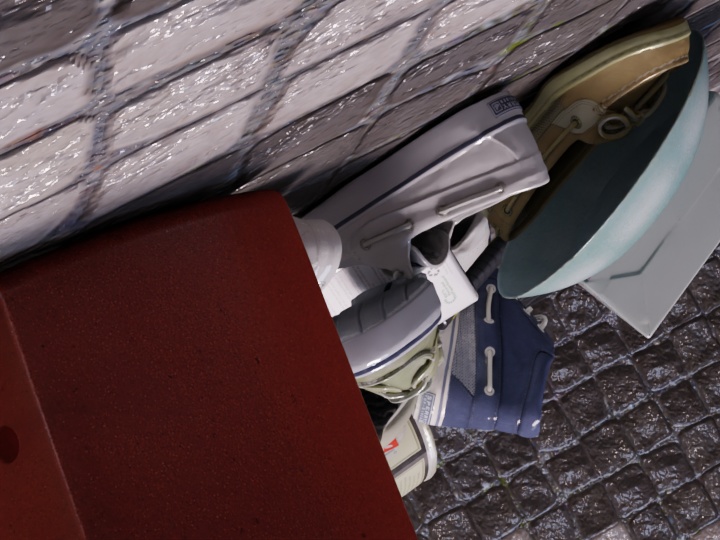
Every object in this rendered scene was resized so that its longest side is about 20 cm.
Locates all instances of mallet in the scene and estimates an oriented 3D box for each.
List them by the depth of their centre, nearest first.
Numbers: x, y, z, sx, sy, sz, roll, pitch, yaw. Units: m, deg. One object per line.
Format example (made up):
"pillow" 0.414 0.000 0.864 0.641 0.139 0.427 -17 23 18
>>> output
"mallet" 0.113 -0.038 1.273 0.200 0.041 0.066 -49 -179 -30

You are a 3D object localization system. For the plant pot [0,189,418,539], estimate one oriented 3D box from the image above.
"plant pot" -0.124 0.092 0.874 0.199 0.202 0.175 -32 162 31

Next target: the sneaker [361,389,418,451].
"sneaker" 0.012 0.094 1.309 0.070 0.094 0.200 -10 -158 4

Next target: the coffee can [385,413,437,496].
"coffee can" -0.060 0.157 1.495 0.199 0.147 0.146 -33 176 -22

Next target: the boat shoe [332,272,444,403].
"boat shoe" 0.023 0.043 1.091 0.071 0.063 0.200 -22 -177 10

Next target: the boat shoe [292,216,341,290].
"boat shoe" -0.060 0.021 1.046 0.085 0.075 0.202 -6 156 -28

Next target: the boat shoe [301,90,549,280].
"boat shoe" 0.023 -0.027 1.093 0.199 0.066 0.073 -34 172 40

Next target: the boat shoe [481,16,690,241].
"boat shoe" 0.132 -0.084 1.137 0.073 0.064 0.200 -23 171 -44

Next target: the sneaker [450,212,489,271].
"sneaker" 0.000 0.000 1.273 0.199 0.076 0.089 -23 152 -26

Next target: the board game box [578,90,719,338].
"board game box" 0.195 -0.046 1.281 0.148 0.064 0.200 -53 -174 3

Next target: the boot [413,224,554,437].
"boot" 0.095 0.036 1.365 0.089 0.201 0.073 11 140 1

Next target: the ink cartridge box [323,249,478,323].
"ink cartridge box" -0.030 0.033 1.207 0.199 0.037 0.095 -33 131 1

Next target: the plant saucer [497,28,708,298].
"plant saucer" 0.159 -0.056 1.170 0.202 0.039 0.201 -53 -169 15
